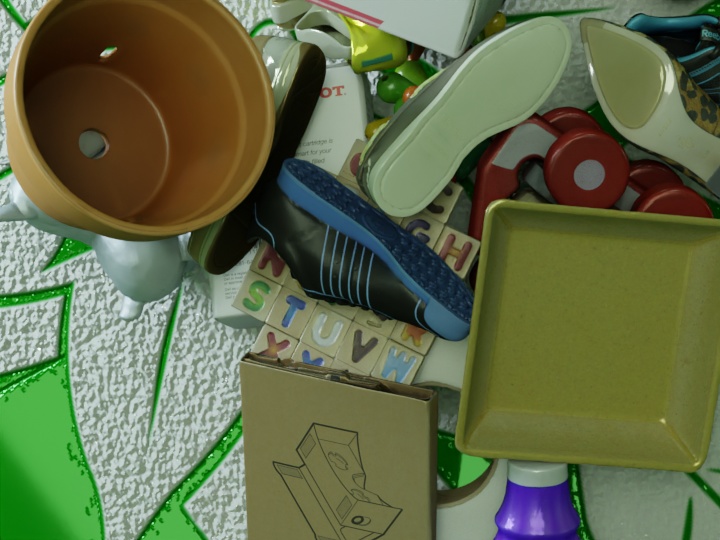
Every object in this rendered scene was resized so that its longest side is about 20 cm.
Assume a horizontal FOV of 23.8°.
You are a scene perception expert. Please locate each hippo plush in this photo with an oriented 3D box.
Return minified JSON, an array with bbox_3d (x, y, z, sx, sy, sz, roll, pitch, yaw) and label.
[{"bbox_3d":[-0.193,-0.061,1.414,0.161,0.200,0.159,39,111,4],"label":"hippo plush"}]

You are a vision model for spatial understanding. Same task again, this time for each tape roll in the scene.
[{"bbox_3d":[0.060,0.136,1.383,0.202,0.037,0.203,2,104,9],"label":"tape roll"}]

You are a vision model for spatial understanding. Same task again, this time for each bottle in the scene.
[{"bbox_3d":[0.139,0.242,1.344,0.083,0.065,0.201,0,105,8],"label":"bottle"}]

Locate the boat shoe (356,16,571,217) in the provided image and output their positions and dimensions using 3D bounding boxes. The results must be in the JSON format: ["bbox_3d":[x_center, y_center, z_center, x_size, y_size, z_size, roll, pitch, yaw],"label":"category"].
[{"bbox_3d":[0.077,-0.126,1.326,0.202,0.060,0.072,-44,117,-4],"label":"boat shoe"}]

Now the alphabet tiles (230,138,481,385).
[{"bbox_3d":[-0.005,0.003,1.362,0.166,0.006,0.200,26,88,19],"label":"alphabet tiles"}]

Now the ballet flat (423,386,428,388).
[{"bbox_3d":[0.026,0.068,1.425,0.199,0.068,0.067,-6,101,12],"label":"ballet flat"}]

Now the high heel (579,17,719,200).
[{"bbox_3d":[0.257,-0.124,1.383,0.071,0.142,0.200,-45,72,18],"label":"high heel"}]

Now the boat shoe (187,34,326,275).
[{"bbox_3d":[-0.094,-0.095,1.374,0.066,0.074,0.200,22,84,24],"label":"boat shoe"}]

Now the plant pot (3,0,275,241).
[{"bbox_3d":[-0.182,-0.111,1.293,0.200,0.140,0.201,6,77,-26],"label":"plant pot"}]

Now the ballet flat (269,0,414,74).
[{"bbox_3d":[-0.035,-0.217,1.422,0.067,0.067,0.200,-29,44,-20],"label":"ballet flat"}]

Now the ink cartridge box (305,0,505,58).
[{"bbox_3d":[0.056,-0.267,1.389,0.145,0.200,0.085,22,124,10],"label":"ink cartridge box"}]

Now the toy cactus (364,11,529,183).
[{"bbox_3d":[0.095,-0.137,1.421,0.165,0.102,0.200,21,61,-8],"label":"toy cactus"}]

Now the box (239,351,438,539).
[{"bbox_3d":[-0.016,0.168,1.363,0.163,0.021,0.200,10,119,20],"label":"box"}]

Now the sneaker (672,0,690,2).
[{"bbox_3d":[0.291,-0.261,1.425,0.200,0.076,0.081,15,93,16],"label":"sneaker"}]

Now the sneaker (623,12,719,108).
[{"bbox_3d":[0.303,-0.166,1.396,0.199,0.082,0.073,5,69,7],"label":"sneaker"}]

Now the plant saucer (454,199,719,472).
[{"bbox_3d":[0.176,0.047,1.306,0.199,0.048,0.201,5,104,-8],"label":"plant saucer"}]

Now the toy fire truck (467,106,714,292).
[{"bbox_3d":[0.174,-0.027,1.372,0.200,0.112,0.168,31,101,-12],"label":"toy fire truck"}]

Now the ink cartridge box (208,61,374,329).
[{"bbox_3d":[-0.055,-0.061,1.436,0.144,0.084,0.201,-7,82,7],"label":"ink cartridge box"}]

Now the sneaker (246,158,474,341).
[{"bbox_3d":[0.000,0.000,1.330,0.200,0.070,0.078,40,116,12],"label":"sneaker"}]
